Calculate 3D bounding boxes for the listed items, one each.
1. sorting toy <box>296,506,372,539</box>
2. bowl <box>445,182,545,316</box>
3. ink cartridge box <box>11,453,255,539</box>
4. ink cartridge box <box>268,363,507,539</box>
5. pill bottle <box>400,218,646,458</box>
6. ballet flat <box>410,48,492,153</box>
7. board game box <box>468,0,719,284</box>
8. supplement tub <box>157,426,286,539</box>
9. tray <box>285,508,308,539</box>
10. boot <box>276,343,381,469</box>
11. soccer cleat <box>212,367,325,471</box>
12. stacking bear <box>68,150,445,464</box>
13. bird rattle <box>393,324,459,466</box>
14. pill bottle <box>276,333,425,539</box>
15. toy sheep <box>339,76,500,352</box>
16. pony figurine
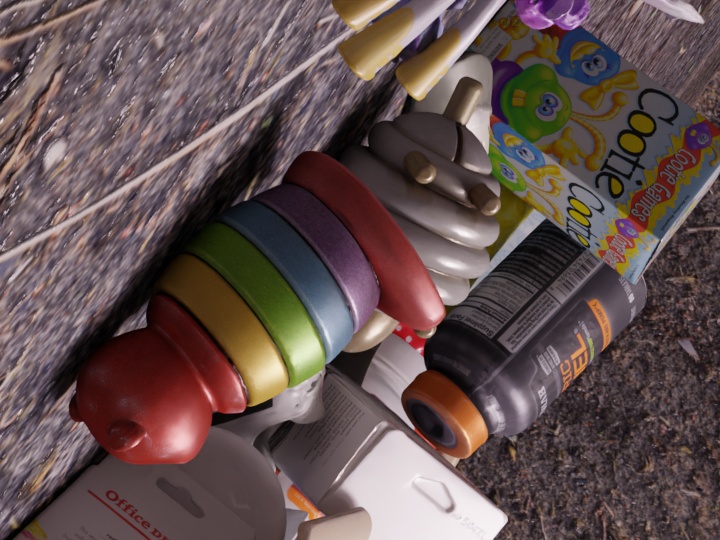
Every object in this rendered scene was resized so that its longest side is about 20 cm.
[{"bbox_3d":[-0.075,0.244,1.543,0.200,0.036,0.185,-46,169,8],"label":"sorting toy"},{"bbox_3d":[0.094,-0.051,1.855,0.200,0.108,0.200,-47,169,-12],"label":"bowl"},{"bbox_3d":[-0.169,0.206,1.457,0.200,0.115,0.068,-44,170,-47],"label":"ink cartridge box"},{"bbox_3d":[0.000,0.143,1.725,0.084,0.146,0.200,-51,-150,0],"label":"ink cartridge box"},{"bbox_3d":[0.121,0.054,1.763,0.200,0.106,0.106,-44,170,-22],"label":"pill bottle"},{"bbox_3d":[0.066,-0.090,1.655,0.067,0.064,0.200,-23,163,-19],"label":"ballet flat"},{"bbox_3d":[0.165,-0.101,1.717,0.105,0.200,0.103,-50,172,-18],"label":"board game box"},{"bbox_3d":[-0.124,0.197,1.633,0.132,0.132,0.200,-50,173,-20],"label":"supplement tub"},{"bbox_3d":[-0.120,0.261,1.768,0.200,0.022,0.107,-57,-158,-16],"label":"tray"},{"bbox_3d":[-0.032,0.085,1.925,0.200,0.074,0.075,-53,-177,-10],"label":"boot"},{"bbox_3d":[-0.049,0.062,1.630,0.200,0.085,0.069,-55,172,21],"label":"soccer cleat"},{"bbox_3d":[-0.072,0.034,1.292,0.200,0.121,0.114,-39,128,-17],"label":"stacking bear"},{"bbox_3d":[0.032,0.138,2.246,0.200,0.163,0.113,-40,-173,-20],"label":"bird rattle"},{"bbox_3d":[-0.023,0.153,2.094,0.200,0.114,0.114,-49,172,-20],"label":"pill bottle"},{"bbox_3d":[0.033,-0.035,1.518,0.200,0.138,0.138,-58,172,8],"label":"toy sheep"},{"bbox_3d":[0.084,-0.174,1.193,0.200,0.167,0.193,-38,168,12],"label":"pony figurine"}]
